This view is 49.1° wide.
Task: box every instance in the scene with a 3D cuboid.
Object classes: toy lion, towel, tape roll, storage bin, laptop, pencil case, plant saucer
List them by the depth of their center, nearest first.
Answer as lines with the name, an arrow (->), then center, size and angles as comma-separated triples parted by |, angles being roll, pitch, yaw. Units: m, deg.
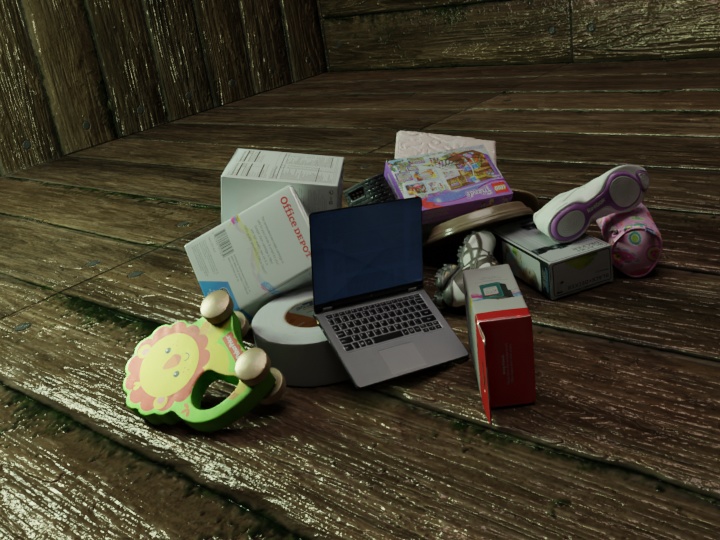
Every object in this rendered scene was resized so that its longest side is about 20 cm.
laptop -> 0.040, 0.023, 1.033 | 0.184, 0.117, 0.201 | -11, 51, -32
toy lion -> -0.219, 0.135, 1.041 | 0.190, 0.069, 0.200 | -37, 48, -6
tape roll -> -0.055, 0.087, 1.135 | 0.195, 0.068, 0.201 | -8, 21, 3
pencil case -> 0.431, -0.064, 1.276 | 0.085, 0.089, 0.201 | -4, 21, 13
plant saucer -> 0.204, -0.080, 1.374 | 0.196, 0.030, 0.200 | -17, -5, -1
towel -> 0.160, -0.188, 1.486 | 0.195, 0.033, 0.194 | 7, 49, 0
storage bin -> 0.081, -0.156, 1.579 | 0.197, 0.096, 0.135 | -25, 4, -28

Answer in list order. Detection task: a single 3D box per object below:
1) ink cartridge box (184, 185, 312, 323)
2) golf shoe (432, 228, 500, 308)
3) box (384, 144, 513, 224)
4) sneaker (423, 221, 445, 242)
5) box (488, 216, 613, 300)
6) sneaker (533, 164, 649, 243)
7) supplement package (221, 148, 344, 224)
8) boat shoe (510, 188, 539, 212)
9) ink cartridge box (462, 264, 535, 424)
ink cartridge box -> -0.154, -0.017, 1.239 | 0.197, 0.146, 0.085 | -29, -22, 4
golf shoe -> 0.190, 0.003, 1.244 | 0.093, 0.079, 0.200 | 12, 37, 26
box -> 0.155, -0.154, 1.408 | 0.196, 0.040, 0.138 | -11, 50, -14
sneaker -> 0.076, -0.090, 1.447 | 0.198, 0.086, 0.075 | -15, -15, -44
box -> 0.303, -0.027, 1.272 | 0.114, 0.061, 0.200 | -15, 22, -13
sneaker -> 0.364, -0.117, 1.256 | 0.197, 0.076, 0.100 | -26, 19, -8
supplement package -> -0.133, -0.112, 1.383 | 0.195, 0.155, 0.151 | 5, 27, 1
boat shoe -> 0.255, -0.131, 1.541 | 0.196, 0.074, 0.072 | -5, 21, 29
ink cartridge box -> 0.171, 0.086, 0.972 | 0.066, 0.119, 0.201 | -7, 22, 4
